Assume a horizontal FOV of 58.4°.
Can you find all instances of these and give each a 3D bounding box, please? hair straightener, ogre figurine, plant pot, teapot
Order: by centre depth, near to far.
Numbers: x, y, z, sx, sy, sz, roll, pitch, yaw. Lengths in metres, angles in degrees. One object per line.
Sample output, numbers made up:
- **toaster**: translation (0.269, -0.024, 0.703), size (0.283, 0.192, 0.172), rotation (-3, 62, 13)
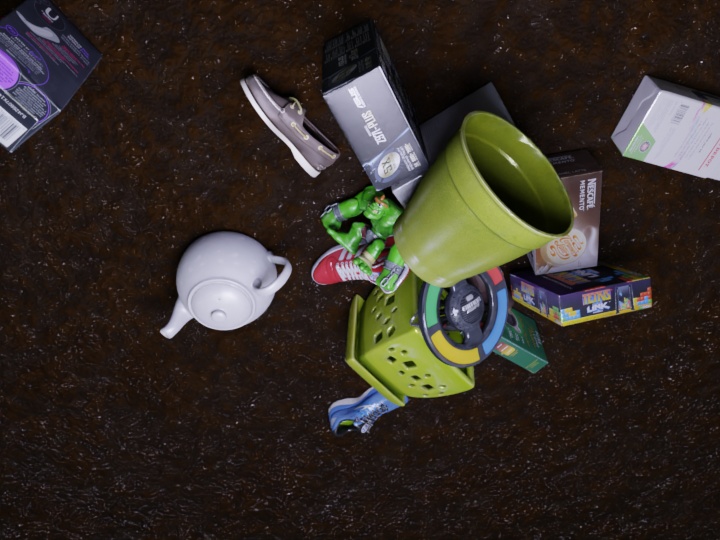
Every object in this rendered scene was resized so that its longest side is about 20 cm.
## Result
- **plant pot**: translation (0.150, -0.078, 0.887), size (0.200, 0.201, 0.193), rotation (29, 133, -23)
- **ogre figurine**: translation (0.022, -0.069, 1.091), size (0.120, 0.200, 0.098), rotation (-48, 126, 7)
- **hair straightener**: translation (0.160, 0.074, 1.124), size (0.199, 0.077, 0.041), rotation (-1, 151, -35)
- **teapot**: translation (-0.242, 0.036, 1.167), size (0.196, 0.146, 0.201), rotation (13, 125, -13)
- **plant pot**: translation (0.085, 0.129, 1.227), size (0.181, 0.200, 0.200), rotation (-27, 125, 25)

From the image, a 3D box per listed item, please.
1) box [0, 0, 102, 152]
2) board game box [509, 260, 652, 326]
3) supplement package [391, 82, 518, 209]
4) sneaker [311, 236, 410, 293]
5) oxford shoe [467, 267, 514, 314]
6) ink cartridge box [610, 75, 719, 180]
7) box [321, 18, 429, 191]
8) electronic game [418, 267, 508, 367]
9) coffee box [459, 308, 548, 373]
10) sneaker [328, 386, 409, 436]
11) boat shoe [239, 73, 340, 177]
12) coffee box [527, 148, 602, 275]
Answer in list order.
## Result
- **box**: translation (-0.458, -0.275, 0.879), size (0.106, 0.200, 0.122), rotation (-29, 123, 19)
- **board game box**: translation (0.381, 0.032, 1.138), size (0.164, 0.200, 0.057), rotation (-10, 102, -9)
- **supplement package**: translation (0.166, -0.160, 1.026), size (0.199, 0.152, 0.151), rotation (-28, 124, 18)
- **sneaker**: translation (0.000, 0.000, 1.169), size (0.199, 0.113, 0.071), rotation (-22, 125, 14)
- **oxford shoe**: translation (0.241, 0.032, 1.188), size (0.072, 0.072, 0.200), rotation (-24, 149, 35)
- **ink cartridge box**: translation (0.529, -0.226, 1.043), size (0.199, 0.067, 0.117), rotation (13, 126, -11)
- **box**: translation (0.019, -0.240, 0.926), size (0.086, 0.200, 0.164), rotation (-23, 126, 14)
- **electronic game**: translation (0.174, 0.060, 1.066), size (0.200, 0.201, 0.042), rotation (41, 159, -29)
- **coffee box**: translation (0.272, 0.112, 1.262), size (0.199, 0.123, 0.044), rotation (27, 123, -24)
- **sneaker**: translation (0.021, 0.320, 1.434), size (0.199, 0.089, 0.079), rotation (-27, 125, 17)
- **boat shoe**: translation (-0.108, -0.234, 1.011), size (0.059, 0.072, 0.200), rotation (-32, 127, 14)
- **coffee box**: translation (0.351, -0.099, 1.127), size (0.114, 0.080, 0.201), rotation (-9, 128, 4)
